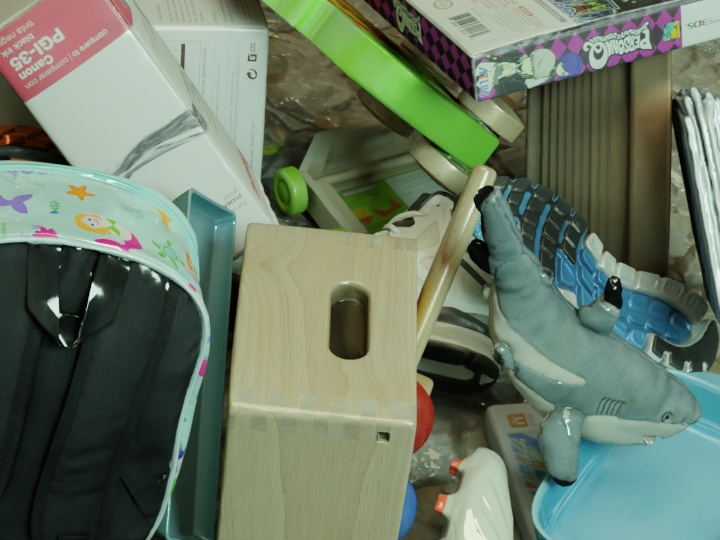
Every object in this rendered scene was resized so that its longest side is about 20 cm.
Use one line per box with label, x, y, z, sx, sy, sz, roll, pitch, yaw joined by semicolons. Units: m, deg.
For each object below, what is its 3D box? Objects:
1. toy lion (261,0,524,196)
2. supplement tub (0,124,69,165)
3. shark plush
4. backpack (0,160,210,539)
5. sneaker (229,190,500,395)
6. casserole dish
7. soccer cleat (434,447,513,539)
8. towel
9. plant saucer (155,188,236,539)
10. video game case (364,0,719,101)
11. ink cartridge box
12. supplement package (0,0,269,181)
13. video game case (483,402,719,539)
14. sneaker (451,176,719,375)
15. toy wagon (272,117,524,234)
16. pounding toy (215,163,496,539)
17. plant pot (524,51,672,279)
toy lion;-0.005;-0.148;1.525;0.192;0.069;0.200;36;8;-27
supplement tub;-0.214;0.010;1.421;0.122;0.123;0.200;3;40;-6
shark plush;0.117;0.024;1.336;0.083;0.200;0.091;-22;21;20
backpack;-0.168;0.037;1.223;0.177;0.200;0.151;9;38;-15
sneaker;0.000;0.000;1.481;0.200;0.076;0.116;15;58;1
casserole dish;0.177;0.132;1.373;0.121;0.039;0.200;24;44;19
soccer cleat;0.067;0.187;1.309;0.077;0.069;0.200;14;48;0
towel;0.215;-0.041;1.445;0.024;0.147;0.200;-10;4;6
plant saucer;-0.097;0.058;1.349;0.019;0.070;0.201;-2;78;19
video game case;0.112;-0.176;1.473;0.181;0.036;0.200;-16;31;-16
ink cartridge box;-0.144;-0.098;1.440;0.083;0.200;0.147;-34;20;2
supplement package;-0.169;-0.129;1.576;0.199;0.120;0.121;0;26;-9
video game case;0.184;0.148;1.401;0.182;0.022;0.200;-4;42;-13
sneaker;0.122;0.018;1.451;0.200;0.087;0.075;35;54;-24
toy wagon;0.041;-0.034;1.577;0.155;0.040;0.200;-16;47;-25
pounding toy;-0.003;0.062;1.345;0.142;0.185;0.200;6;40;-3
plant pot;0.154;-0.080;1.530;0.092;0.201;0.201;2;40;5
